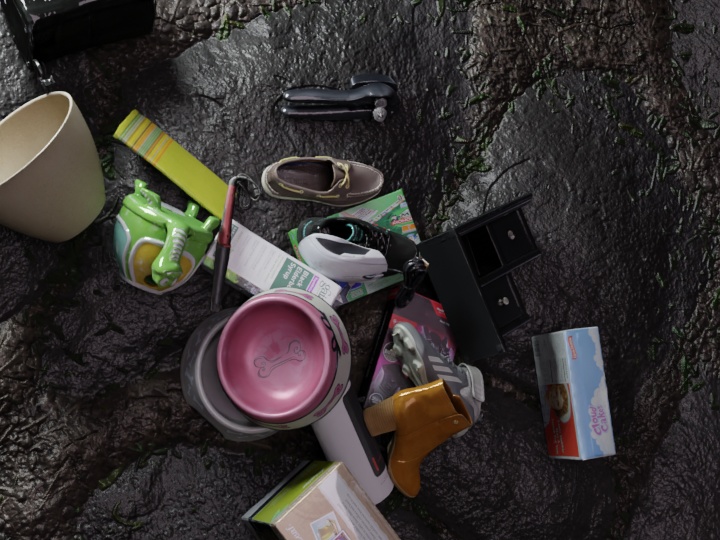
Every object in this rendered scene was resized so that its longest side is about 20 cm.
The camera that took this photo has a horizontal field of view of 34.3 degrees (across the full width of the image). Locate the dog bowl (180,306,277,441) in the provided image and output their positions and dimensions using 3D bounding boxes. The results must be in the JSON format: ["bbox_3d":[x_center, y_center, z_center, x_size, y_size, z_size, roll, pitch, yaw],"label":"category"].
[{"bbox_3d":[-0.164,0.151,1.719,0.196,0.059,0.204,2,83,-19],"label":"dog bowl"}]

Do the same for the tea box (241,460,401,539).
[{"bbox_3d":[-0.043,0.390,1.657,0.133,0.196,0.201,-39,97,-20],"label":"tea box"}]

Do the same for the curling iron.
[{"bbox_3d":[-0.185,-0.040,1.662,0.049,0.026,0.204,15,82,-4],"label":"curling iron"}]

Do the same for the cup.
[{"bbox_3d":[-0.433,-0.124,1.603,0.201,0.199,0.144,-49,126,-18],"label":"cup"}]

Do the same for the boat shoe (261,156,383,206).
[{"bbox_3d":[-0.051,-0.141,1.798,0.196,0.059,0.073,2,82,-20],"label":"boat shoe"}]

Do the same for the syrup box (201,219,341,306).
[{"bbox_3d":[-0.132,0.010,1.720,0.198,0.081,0.080,32,81,-4],"label":"syrup box"}]

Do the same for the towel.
[{"bbox_3d":[-0.272,-0.154,1.716,0.199,0.018,0.086,39,30,-12],"label":"towel"}]

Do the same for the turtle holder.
[{"bbox_3d":[-0.274,-0.034,1.643,0.140,0.184,0.134,18,99,-52],"label":"turtle holder"}]

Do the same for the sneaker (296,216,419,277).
[{"bbox_3d":[0.003,-0.037,1.764,0.196,0.079,0.077,9,78,-20],"label":"sneaker"}]

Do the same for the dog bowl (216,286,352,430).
[{"bbox_3d":[-0.113,0.122,1.624,0.196,0.074,0.204,-1,85,10],"label":"dog bowl"}]

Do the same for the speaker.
[{"bbox_3d":[-0.021,0.249,1.718,0.080,0.081,0.203,-30,110,-21],"label":"speaker"}]

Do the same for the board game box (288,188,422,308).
[{"bbox_3d":[0.000,-0.031,1.818,0.197,0.029,0.137,-21,89,-21],"label":"board game box"}]

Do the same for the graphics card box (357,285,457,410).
[{"bbox_3d":[0.078,0.140,1.813,0.124,0.051,0.203,23,77,-16],"label":"graphics card box"}]

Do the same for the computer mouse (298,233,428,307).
[{"bbox_3d":[0.000,0.000,1.726,0.197,0.110,0.045,15,56,-13],"label":"computer mouse"}]

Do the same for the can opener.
[{"bbox_3d":[-0.030,-0.262,1.831,0.196,0.079,0.064,-10,125,-18],"label":"can opener"}]

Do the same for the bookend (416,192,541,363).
[{"bbox_3d":[0.216,0.010,1.827,0.197,0.092,0.203,-23,91,-40],"label":"bookend"}]

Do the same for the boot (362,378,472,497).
[{"bbox_3d":[0.102,0.252,1.731,0.142,0.071,0.203,-18,127,12],"label":"boot"}]

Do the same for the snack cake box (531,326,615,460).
[{"bbox_3d":[0.340,0.197,1.865,0.066,0.115,0.204,-5,85,-20],"label":"snack cake box"}]

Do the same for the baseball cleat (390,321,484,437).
[{"bbox_3d":[0.121,0.151,1.773,0.106,0.069,0.202,-34,106,-28],"label":"baseball cleat"}]

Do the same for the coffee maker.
[{"bbox_3d":[-0.396,-0.366,1.667,0.197,0.134,0.195,-21,93,-22],"label":"coffee maker"}]
